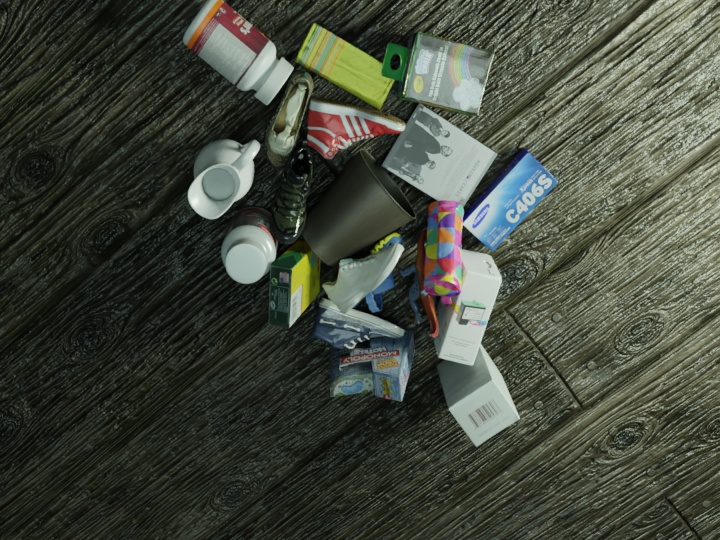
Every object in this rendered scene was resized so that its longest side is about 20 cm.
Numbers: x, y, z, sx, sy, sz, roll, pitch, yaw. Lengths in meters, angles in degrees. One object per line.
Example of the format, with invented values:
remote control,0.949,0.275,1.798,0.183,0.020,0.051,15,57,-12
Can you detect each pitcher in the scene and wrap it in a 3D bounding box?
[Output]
pitcher,-0.252,-0.201,1.605,0.171,0.201,0.121,-41,107,12

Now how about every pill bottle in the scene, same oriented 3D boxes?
pill bottle,-0.222,-0.048,1.663,0.108,0.201,0.113,-1,111,-2
pill bottle,-0.230,-0.416,1.574,0.199,0.110,0.110,37,105,-15

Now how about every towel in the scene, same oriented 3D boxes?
towel,-0.027,-0.405,1.638,0.197,0.018,0.087,27,113,-13

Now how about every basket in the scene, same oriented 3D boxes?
basket,-0.017,-0.115,1.687,0.199,0.137,0.181,-38,108,15

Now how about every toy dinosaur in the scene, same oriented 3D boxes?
toy dinosaur,0.145,0.014,1.731,0.103,0.200,0.185,-5,112,-28

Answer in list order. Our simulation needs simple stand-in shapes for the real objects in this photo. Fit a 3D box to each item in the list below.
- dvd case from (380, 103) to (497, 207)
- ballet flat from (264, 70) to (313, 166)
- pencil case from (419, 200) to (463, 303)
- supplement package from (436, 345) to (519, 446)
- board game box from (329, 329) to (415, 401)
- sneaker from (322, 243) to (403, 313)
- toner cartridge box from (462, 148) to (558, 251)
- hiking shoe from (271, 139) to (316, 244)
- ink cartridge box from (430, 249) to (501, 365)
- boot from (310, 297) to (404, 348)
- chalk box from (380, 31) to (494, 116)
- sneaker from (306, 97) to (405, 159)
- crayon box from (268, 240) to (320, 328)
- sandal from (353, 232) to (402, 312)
dvd case,0.162,-0.230,1.705,0.198,0.025,0.152,30,106,-13
ballet flat,-0.145,-0.297,1.640,0.067,0.076,0.203,19,109,-10
pencil case,0.170,-0.042,1.685,0.086,0.089,0.204,9,67,-6
supplement package,0.252,0.262,1.798,0.116,0.201,0.118,-34,108,11
board game box,0.029,0.209,1.769,0.195,0.201,0.063,-7,112,0
sneaker,0.000,0.000,1.680,0.088,0.075,0.200,44,116,-6
toner cartridge box,0.310,-0.147,1.732,0.095,0.043,0.200,38,105,-14
hiking shoe,-0.138,-0.156,1.640,0.074,0.101,0.204,9,76,4
ink cartridge box,0.221,0.074,1.756,0.082,0.145,0.204,13,110,-7
boot,-0.007,0.134,1.800,0.196,0.073,0.092,20,88,0
chalk box,0.138,-0.381,1.587,0.196,0.124,0.127,13,101,-6
sneaker,-0.014,-0.271,1.657,0.196,0.071,0.115,12,106,1
crayon box,-0.132,0.020,1.704,0.050,0.200,0.130,9,111,13
sandal,0.040,0.009,1.753,0.086,0.079,0.202,35,116,9
